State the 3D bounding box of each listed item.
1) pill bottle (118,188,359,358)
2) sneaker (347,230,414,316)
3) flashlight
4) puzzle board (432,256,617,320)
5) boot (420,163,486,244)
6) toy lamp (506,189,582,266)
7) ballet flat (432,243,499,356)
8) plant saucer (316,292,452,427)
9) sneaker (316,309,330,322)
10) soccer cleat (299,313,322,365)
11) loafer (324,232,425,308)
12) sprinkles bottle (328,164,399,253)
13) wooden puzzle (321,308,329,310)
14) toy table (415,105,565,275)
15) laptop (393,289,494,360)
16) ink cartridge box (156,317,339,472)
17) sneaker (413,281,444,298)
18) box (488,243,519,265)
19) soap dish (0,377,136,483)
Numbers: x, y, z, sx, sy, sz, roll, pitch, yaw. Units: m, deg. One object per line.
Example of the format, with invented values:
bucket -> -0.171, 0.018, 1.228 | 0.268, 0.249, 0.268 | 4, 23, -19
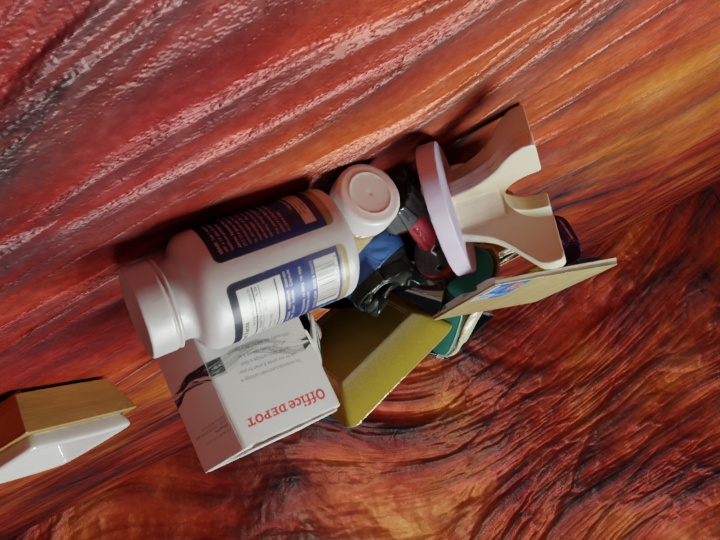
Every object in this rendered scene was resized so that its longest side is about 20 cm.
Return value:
pill bottle -> -0.110, 0.005, 0.635 | 0.199, 0.112, 0.111 | -21, 168, -25
sneaker -> -0.026, 0.020, 0.899 | 0.199, 0.112, 0.077 | -29, 169, 9
flashlight -> 0.069, -0.042, 0.818 | 0.068, 0.068, 0.200 | -30, 151, 14
puzzle board -> 0.184, 0.022, 0.818 | 0.149, 0.018, 0.200 | -9, 167, -15
boot -> 0.133, -0.073, 0.903 | 0.072, 0.091, 0.200 | -29, 169, 10
toy lamp -> 0.207, -0.068, 0.865 | 0.058, 0.200, 0.059 | -10, 122, -16
ballet flat -> 0.147, 0.035, 0.952 | 0.062, 0.067, 0.201 | -25, 148, -43
plant saucer -> -0.004, 0.097, 0.970 | 0.200, 0.049, 0.200 | -43, -147, -15
sneaker -> -0.010, 0.117, 1.074 | 0.078, 0.085, 0.199 | -44, -146, -19
soccer cleat -> -0.083, 0.076, 0.889 | 0.068, 0.086, 0.200 | -8, -160, -6
loafer -> 0.000, 0.000, 0.979 | 0.198, 0.073, 0.073 | -12, 135, 13
sprinkles bottle -> -0.028, -0.037, 0.749 | 0.068, 0.069, 0.200 | -20, 167, -30
wooden puzzle -> -0.011, 0.018, 1.116 | 0.199, 0.037, 0.185 | -29, 169, 10
toy table -> 0.139, -0.077, 0.733 | 0.116, 0.185, 0.200 | -15, 167, 15
laptop -> 0.084, 0.073, 1.174 | 0.186, 0.117, 0.200 | 17, -171, -25
ink cartridge box -> -0.132, 0.092, 0.743 | 0.084, 0.201, 0.144 | -36, 165, 38
sneaker -> 0.107, 0.009, 1.252 | 0.198, 0.147, 0.081 | 9, 137, 16
box -> 0.176, -0.043, 1.062 | 0.163, 0.021, 0.200 | -26, -161, -4
soap dish -> -0.424, 0.212, 0.914 | 0.157, 0.082, 0.200 | -30, 169, 17
